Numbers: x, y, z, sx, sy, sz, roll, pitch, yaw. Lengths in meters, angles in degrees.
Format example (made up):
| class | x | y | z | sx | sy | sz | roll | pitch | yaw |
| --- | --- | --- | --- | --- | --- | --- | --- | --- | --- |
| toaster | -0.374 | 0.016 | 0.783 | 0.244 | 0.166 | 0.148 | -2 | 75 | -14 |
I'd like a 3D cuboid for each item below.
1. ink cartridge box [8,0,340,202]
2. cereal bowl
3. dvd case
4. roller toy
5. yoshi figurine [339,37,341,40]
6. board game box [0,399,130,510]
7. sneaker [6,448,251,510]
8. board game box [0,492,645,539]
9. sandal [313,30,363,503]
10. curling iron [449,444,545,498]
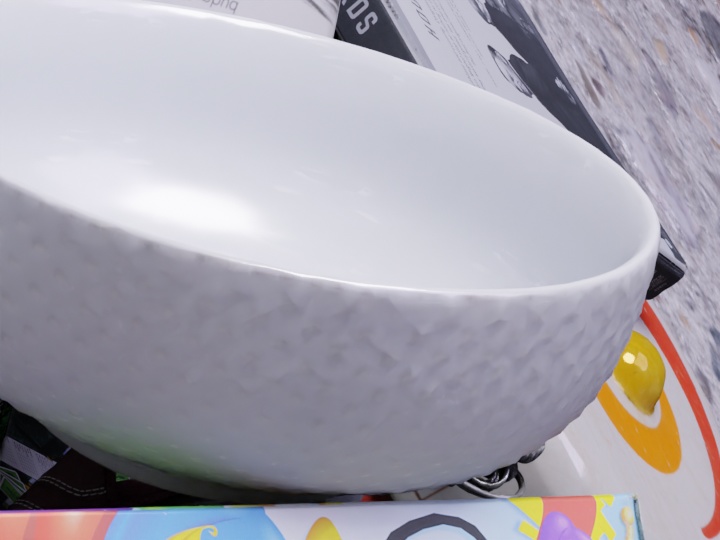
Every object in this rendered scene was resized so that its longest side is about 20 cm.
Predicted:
| class | x | y | z | sx | sy | sz | roll | pitch | yaw |
| --- | --- | --- | --- | --- | --- | --- | --- | --- | --- |
| ink cartridge box | -0.082 | -0.105 | 0.713 | 0.146 | 0.084 | 0.200 | 14 | 85 | -33 |
| cereal bowl | -0.029 | 0.001 | 0.599 | 0.200 | 0.083 | 0.200 | 12 | 20 | -4 |
| dvd case | 0.035 | -0.079 | 0.846 | 0.200 | 0.025 | 0.150 | 30 | 27 | -54 |
| roller toy | 0.050 | 0.065 | 0.876 | 0.182 | 0.140 | 0.200 | 45 | 26 | -29 |
| yoshi figurine | 0.005 | -0.069 | 0.930 | 0.200 | 0.112 | 0.112 | -36 | 132 | -52 |
| board game box | -0.051 | 0.125 | 0.743 | 0.200 | 0.023 | 0.105 | 47 | 22 | -25 |
| sneaker | -0.029 | 0.127 | 0.656 | 0.200 | 0.076 | 0.116 | 50 | 60 | -21 |
| board game box | -0.035 | 0.112 | 0.556 | 0.200 | 0.105 | 0.103 | 3 | 73 | -34 |
| sandal | -0.039 | 0.004 | 0.774 | 0.043 | 0.076 | 0.201 | 9 | 67 | -37 |
| curling iron | 0.000 | 0.000 | 0.794 | 0.050 | 0.026 | 0.200 | 12 | 34 | -43 |
